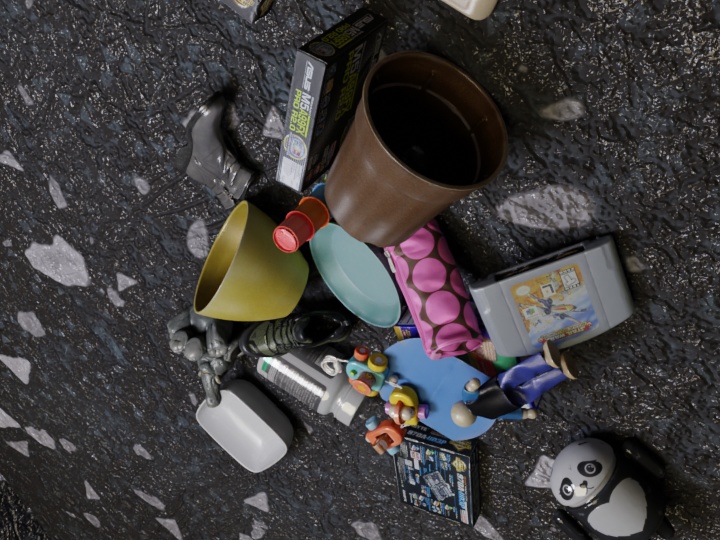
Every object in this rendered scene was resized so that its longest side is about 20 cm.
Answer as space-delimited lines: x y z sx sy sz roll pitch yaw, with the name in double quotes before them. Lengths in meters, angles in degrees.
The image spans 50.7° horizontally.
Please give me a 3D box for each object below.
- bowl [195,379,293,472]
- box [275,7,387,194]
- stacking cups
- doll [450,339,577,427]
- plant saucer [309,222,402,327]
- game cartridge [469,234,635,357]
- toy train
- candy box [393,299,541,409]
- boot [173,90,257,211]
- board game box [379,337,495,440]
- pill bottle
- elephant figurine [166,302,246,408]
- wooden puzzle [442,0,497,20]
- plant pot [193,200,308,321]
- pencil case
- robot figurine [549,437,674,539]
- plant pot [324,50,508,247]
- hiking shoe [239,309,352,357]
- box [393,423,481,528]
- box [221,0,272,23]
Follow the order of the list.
"bowl" -0.240 0.322 1.624 0.200 0.075 0.200 43 136 -4
"box" -0.040 -0.222 1.001 0.044 0.160 0.201 29 134 13
"stacking cups" -0.052 -0.090 1.082 0.060 0.200 0.061 16 131 20
"doll" 0.210 0.175 1.082 0.136 0.049 0.200 33 127 -31
"plant saucer" 0.000 0.000 1.206 0.200 0.036 0.201 37 150 25
"game cartridge" 0.264 0.043 1.036 0.199 0.042 0.134 -21 109 15
"toy train" 0.019 0.215 1.198 0.150 0.056 0.201 -26 108 37
"candy box" 0.171 0.134 1.195 0.199 0.077 0.170 -2 122 37
"boot" -0.217 -0.189 1.224 0.131 0.070 0.200 39 147 -2
"board game box" 0.123 0.174 1.180 0.199 0.039 0.159 29 130 6
"pill bottle" -0.079 0.189 1.382 0.199 0.113 0.114 32 135 10
"elephant figurine" -0.286 0.149 1.490 0.142 0.154 0.200 58 176 34
"wooden puzzle" 0.089 -0.403 0.853 0.199 0.046 0.186 32 135 9
"plant pot" -0.170 0.003 1.268 0.141 0.201 0.200 24 141 -22
"pencil case" 0.102 0.030 1.100 0.201 0.093 0.091 68 155 15
"robot figurine" 0.390 0.353 1.182 0.200 0.150 0.125 42 149 -1
"plant pot" 0.055 -0.139 0.989 0.200 0.200 0.198 41 143 -1
"hiking shoe" -0.114 0.100 1.294 0.198 0.101 0.076 -13 80 -1
"box" 0.143 0.381 1.429 0.158 0.046 0.201 11 129 27
"box" -0.177 -0.463 0.986 0.200 0.050 0.199 38 137 3
